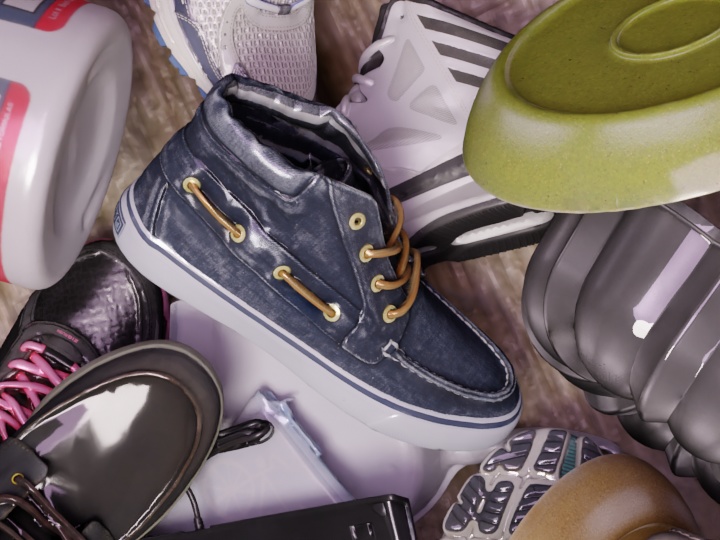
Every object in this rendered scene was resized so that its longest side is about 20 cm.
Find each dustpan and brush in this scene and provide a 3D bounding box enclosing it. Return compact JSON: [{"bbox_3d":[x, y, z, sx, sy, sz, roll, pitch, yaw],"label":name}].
[{"bbox_3d":[0.016,0.078,1.266,0.199,0.057,0.141,8,109,14],"label":"dustpan and brush"}]

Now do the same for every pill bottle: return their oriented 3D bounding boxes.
[{"bbox_3d":[-0.205,-0.075,1.165,0.199,0.120,0.120,17,92,8],"label":"pill bottle"}]

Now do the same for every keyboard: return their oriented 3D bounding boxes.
[{"bbox_3d":[-0.064,0.124,1.232,0.199,0.021,0.128,-13,90,28],"label":"keyboard"}]

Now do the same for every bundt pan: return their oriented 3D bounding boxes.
[{"bbox_3d":[0.146,0.044,1.171,0.202,0.202,0.076,38,87,7],"label":"bundt pan"}]

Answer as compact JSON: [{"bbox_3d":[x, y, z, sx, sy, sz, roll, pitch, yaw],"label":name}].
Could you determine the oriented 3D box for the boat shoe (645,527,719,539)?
[{"bbox_3d":[0.175,0.143,1.188,0.067,0.200,0.057,23,76,42],"label":"boat shoe"}]

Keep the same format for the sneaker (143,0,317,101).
[{"bbox_3d":[-0.047,-0.161,1.221,0.085,0.077,0.201,-11,92,45],"label":"sneaker"}]

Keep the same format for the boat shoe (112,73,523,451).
[{"bbox_3d":[0.000,0.000,1.187,0.200,0.071,0.091,30,127,-15],"label":"boat shoe"}]

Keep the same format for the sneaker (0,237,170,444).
[{"bbox_3d":[-0.154,0.075,1.271,0.079,0.095,0.201,31,93,10],"label":"sneaker"}]

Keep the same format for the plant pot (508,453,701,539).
[{"bbox_3d":[0.098,0.177,1.184,0.027,0.200,0.201,14,91,33],"label":"plant pot"}]

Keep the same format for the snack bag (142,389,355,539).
[{"bbox_3d":[-0.040,0.185,1.241,0.189,0.021,0.200,49,116,19],"label":"snack bag"}]

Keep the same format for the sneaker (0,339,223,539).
[{"bbox_3d":[-0.136,0.115,1.176,0.200,0.106,0.075,-42,100,11],"label":"sneaker"}]

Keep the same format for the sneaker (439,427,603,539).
[{"bbox_3d":[0.066,0.165,1.244,0.077,0.080,0.201,12,96,9],"label":"sneaker"}]

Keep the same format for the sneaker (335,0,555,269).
[{"bbox_3d":[-0.001,-0.055,1.275,0.199,0.076,0.116,-13,68,13],"label":"sneaker"}]

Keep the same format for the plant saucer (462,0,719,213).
[{"bbox_3d":[0.132,-0.088,1.155,0.199,0.200,0.031,-18,117,8],"label":"plant saucer"}]
